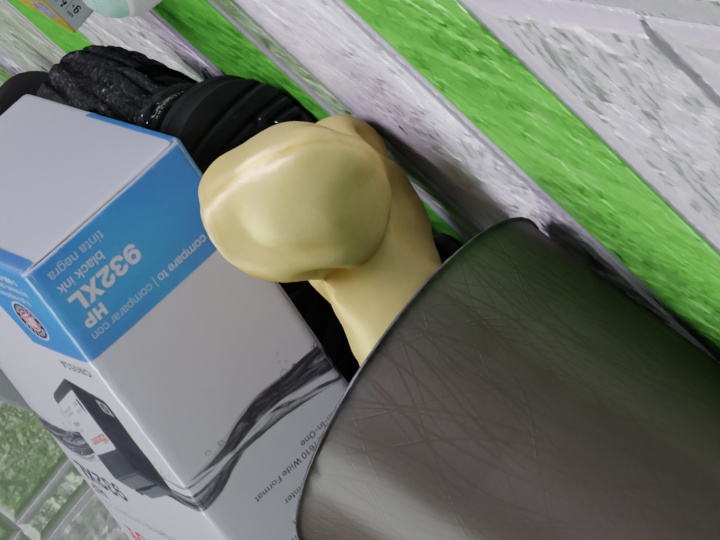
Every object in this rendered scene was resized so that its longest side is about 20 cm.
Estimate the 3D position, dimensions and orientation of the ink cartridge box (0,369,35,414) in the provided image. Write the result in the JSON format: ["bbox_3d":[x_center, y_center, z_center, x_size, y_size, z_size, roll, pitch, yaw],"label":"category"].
[{"bbox_3d":[-0.215,0.002,1.920,0.145,0.145,0.200,35,-175,40],"label":"ink cartridge box"}]

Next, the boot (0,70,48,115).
[{"bbox_3d":[-0.140,-0.038,1.758,0.200,0.077,0.138,54,176,-6],"label":"boot"}]

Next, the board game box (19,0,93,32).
[{"bbox_3d":[-0.192,-0.175,1.225,0.134,0.034,0.200,45,172,-35],"label":"board game box"}]

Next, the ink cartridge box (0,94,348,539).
[{"bbox_3d":[-0.081,0.038,1.193,0.145,0.084,0.200,17,146,57],"label":"ink cartridge box"}]

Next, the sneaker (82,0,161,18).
[{"bbox_3d":[-0.174,-0.130,1.065,0.200,0.118,0.074,39,172,-6],"label":"sneaker"}]

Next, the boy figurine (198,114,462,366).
[{"bbox_3d":[0.000,0.000,1.088,0.200,0.064,0.125,40,-149,-68],"label":"boy figurine"}]

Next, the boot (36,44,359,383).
[{"bbox_3d":[-0.039,-0.011,1.266,0.211,0.079,0.158,54,162,-22],"label":"boot"}]

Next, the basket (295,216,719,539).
[{"bbox_3d":[0.100,0.092,0.992,0.200,0.136,0.180,34,-176,15],"label":"basket"}]
